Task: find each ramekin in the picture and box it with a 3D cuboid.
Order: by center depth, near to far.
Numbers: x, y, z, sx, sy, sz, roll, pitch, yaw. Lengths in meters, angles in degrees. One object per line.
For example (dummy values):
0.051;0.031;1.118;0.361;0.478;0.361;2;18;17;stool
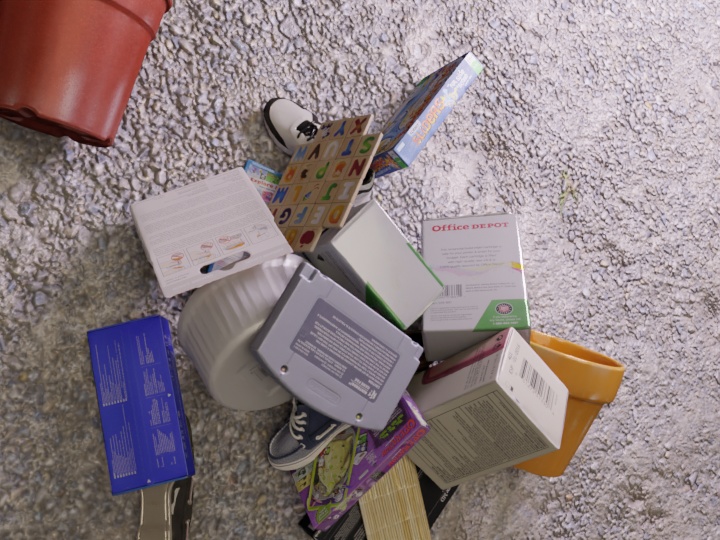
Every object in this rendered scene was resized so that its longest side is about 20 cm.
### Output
-0.119;0.084;0.885;0.199;0.202;0.098;-17;49;-23;ramekin

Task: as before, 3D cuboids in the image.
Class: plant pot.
-0.348;-0.263;0.844;0.199;0.200;0.197;15;87;-20;plant pot
0.270;0.198;1.062;0.198;0.200;0.185;15;96;-21;plant pot

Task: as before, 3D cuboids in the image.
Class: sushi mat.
0.049;0.341;0.957;0.095;0.012;0.202;-13;91;-23;sushi mat

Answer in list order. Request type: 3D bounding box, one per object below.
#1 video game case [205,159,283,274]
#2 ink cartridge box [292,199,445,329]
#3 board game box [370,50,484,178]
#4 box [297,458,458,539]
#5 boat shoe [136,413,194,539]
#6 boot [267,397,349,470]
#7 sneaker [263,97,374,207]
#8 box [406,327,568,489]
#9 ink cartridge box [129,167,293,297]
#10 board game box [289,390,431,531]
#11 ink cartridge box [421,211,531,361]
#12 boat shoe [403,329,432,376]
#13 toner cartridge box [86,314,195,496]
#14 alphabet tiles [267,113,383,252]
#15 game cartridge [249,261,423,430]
-0.128;-0.037;0.999;0.142;0.018;0.202;22;77;-19;video game case
0.000;0.000;0.933;0.083;0.200;0.147;-44;101;-18;ink cartridge box
0.083;-0.224;1.041;0.034;0.135;0.201;43;71;-18;board game box
0.031;0.325;0.998;0.141;0.079;0.200;44;70;-11;box
-0.247;0.280;0.906;0.066;0.057;0.202;2;79;14;boat shoe
-0.068;0.187;0.917;0.200;0.073;0.090;-40;137;17;boot
-0.053;-0.179;1.005;0.200;0.080;0.074;40;74;-4;sneaker
0.153;0.186;0.933;0.128;0.199;0.109;46;39;-13;box
-0.187;-0.040;0.880;0.160;0.200;0.050;-21;137;-16;ink cartridge box
-0.010;0.228;0.927;0.200;0.120;0.032;-46;131;12;board game box
0.160;0.022;1.004;0.144;0.088;0.202;-4;53;9;ink cartridge box
0.027;0.113;0.998;0.199;0.072;0.068;-1;128;-41;boat shoe
-0.271;0.164;0.873;0.094;0.043;0.202;-12;79;-2;toner cartridge box
-0.055;-0.112;0.898;0.006;0.165;0.202;38;67;-38;alphabet tiles
-0.027;0.099;0.820;0.200;0.041;0.134;38;73;-27;game cartridge
